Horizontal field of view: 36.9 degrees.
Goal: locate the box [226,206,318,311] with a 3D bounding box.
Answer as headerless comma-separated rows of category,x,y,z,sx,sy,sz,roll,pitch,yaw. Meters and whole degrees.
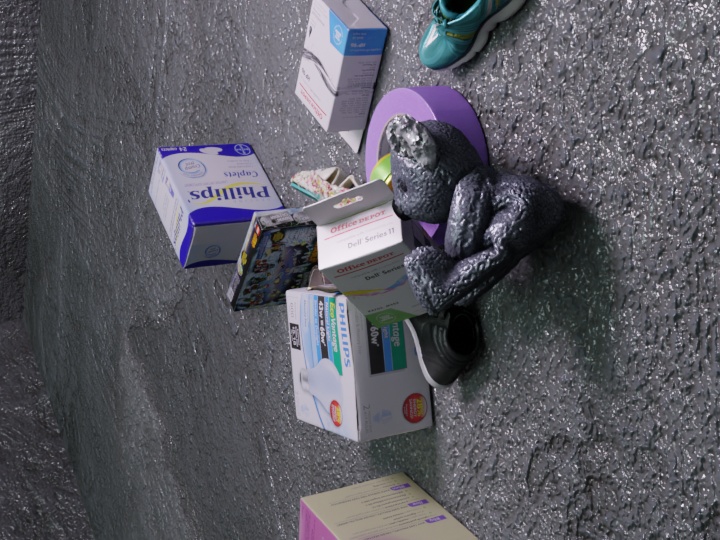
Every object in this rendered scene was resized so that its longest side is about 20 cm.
box,-0.125,-0.018,1.712,0.040,0.135,0.201,62,146,31

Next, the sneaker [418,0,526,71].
sneaker,0.114,-0.303,1.261,0.200,0.078,0.079,-43,60,57

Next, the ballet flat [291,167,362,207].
ballet flat,-0.032,-0.114,1.591,0.065,0.075,0.199,-56,41,2

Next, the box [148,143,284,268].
box,-0.247,-0.116,1.865,0.201,0.181,0.106,59,142,35

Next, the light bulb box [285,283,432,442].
light bulb box,-0.005,0.123,1.539,0.199,0.123,0.203,3,99,62

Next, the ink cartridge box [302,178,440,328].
ink cartridge box,0.023,-0.016,1.297,0.115,0.200,0.068,-19,53,21

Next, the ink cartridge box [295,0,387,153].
ink cartridge box,-0.034,-0.280,1.551,0.116,0.067,0.203,53,141,42

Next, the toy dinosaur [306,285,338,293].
toy dinosaur,0.000,0.000,1.504,0.087,0.200,0.048,-24,91,22

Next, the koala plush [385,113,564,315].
koala plush,0.106,-0.086,1.198,0.183,0.177,0.201,-39,78,17

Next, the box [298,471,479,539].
box,0.035,0.381,1.476,0.199,0.173,0.099,31,123,54

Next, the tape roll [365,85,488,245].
tape roll,0.081,-0.132,1.380,0.199,0.065,0.204,26,120,57

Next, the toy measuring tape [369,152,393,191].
toy measuring tape,0.038,-0.077,1.335,0.074,0.072,0.203,52,139,42

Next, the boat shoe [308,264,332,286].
boat shoe,-0.070,0.085,1.715,0.072,0.059,0.204,34,126,54

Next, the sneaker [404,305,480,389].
sneaker,0.097,0.043,1.395,0.099,0.070,0.203,-41,66,54
